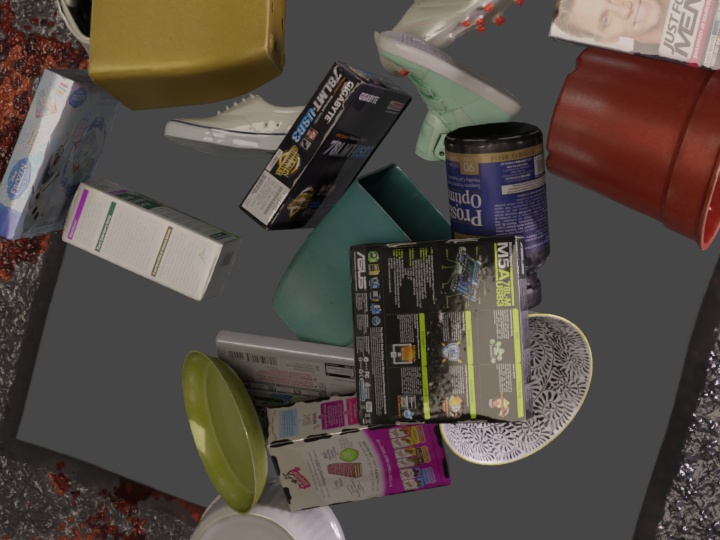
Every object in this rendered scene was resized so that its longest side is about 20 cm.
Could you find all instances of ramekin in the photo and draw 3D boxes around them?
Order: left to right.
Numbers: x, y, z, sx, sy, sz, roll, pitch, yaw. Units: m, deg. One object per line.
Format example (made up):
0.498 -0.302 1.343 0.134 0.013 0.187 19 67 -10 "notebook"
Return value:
-0.122 0.362 1.806 0.199 0.105 0.202 1 96 13 "ramekin"

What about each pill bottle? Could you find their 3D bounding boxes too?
0.156 -0.059 1.652 0.111 0.112 0.202 -2 104 13 "pill bottle"

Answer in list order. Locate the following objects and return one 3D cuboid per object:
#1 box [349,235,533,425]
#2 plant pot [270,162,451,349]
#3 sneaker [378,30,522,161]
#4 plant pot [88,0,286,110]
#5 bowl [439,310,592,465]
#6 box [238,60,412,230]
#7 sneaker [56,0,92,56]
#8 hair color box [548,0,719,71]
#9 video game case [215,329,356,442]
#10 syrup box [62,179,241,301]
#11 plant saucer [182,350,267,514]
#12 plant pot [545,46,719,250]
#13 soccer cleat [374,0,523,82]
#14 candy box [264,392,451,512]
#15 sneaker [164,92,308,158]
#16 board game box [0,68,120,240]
0.087 0.066 1.595 0.192 0.047 0.202 -4 89 16 "box"
0.000 0.000 1.733 0.141 0.141 0.200 48 113 5 "plant pot"
0.081 -0.187 1.686 0.200 0.074 0.119 26 108 -29 "sneaker"
-0.190 -0.296 1.713 0.198 0.196 0.196 2 85 6 "plant pot"
0.160 0.116 1.706 0.199 0.094 0.202 -13 124 -20 "bowl"
-0.037 -0.139 1.692 0.050 0.200 0.199 39 102 12 "box"
-0.327 -0.347 1.768 0.073 0.116 0.201 -19 76 1 "sneaker"
0.322 -0.290 1.666 0.199 0.060 0.101 14 98 12 "hair color box"
-0.067 0.151 1.762 0.198 0.022 0.183 7 136 12 "video game case"
-0.258 -0.039 1.814 0.199 0.079 0.082 24 100 10 "syrup box"
-0.156 0.186 1.732 0.031 0.200 0.201 -18 91 -25 "plant saucer"
0.320 -0.150 1.622 0.194 0.201 0.202 21 99 19 "plant pot"
0.104 -0.301 1.714 0.199 0.069 0.078 -33 70 11 "soccer cleat"
-0.001 0.207 1.725 0.198 0.061 0.137 -10 135 4 "candy box"
-0.138 -0.177 1.787 0.198 0.073 0.071 5 81 7 "sneaker"
-0.361 -0.143 1.767 0.043 0.200 0.200 25 100 6 "board game box"
